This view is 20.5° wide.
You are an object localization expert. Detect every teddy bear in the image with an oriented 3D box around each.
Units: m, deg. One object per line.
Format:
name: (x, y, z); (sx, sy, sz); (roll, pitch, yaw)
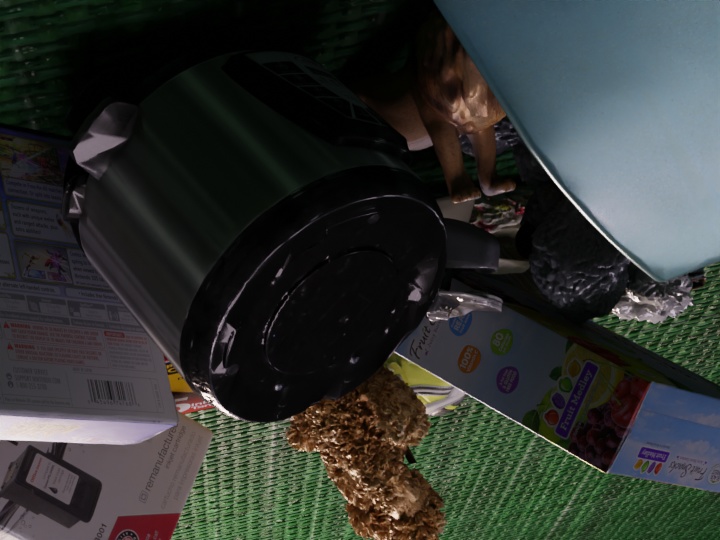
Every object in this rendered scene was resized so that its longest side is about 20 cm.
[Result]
teddy bear: (-0.005, 0.109, 1.361); (0.067, 0.145, 0.200); (-28, 127, -23)

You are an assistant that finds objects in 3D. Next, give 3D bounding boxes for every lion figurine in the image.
lion figurine: (0.032, -0.095, 1.183); (0.072, 0.123, 0.200); (-14, 179, -45)

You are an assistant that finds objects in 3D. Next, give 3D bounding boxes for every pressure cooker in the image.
pressure cooker: (-0.071, -0.036, 1.125); (0.178, 0.200, 0.176); (-27, 142, -23)

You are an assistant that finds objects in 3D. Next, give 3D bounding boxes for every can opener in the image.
can opener: (0.000, 0.000, 1.230); (0.199, 0.067, 0.053); (4, 173, 34)

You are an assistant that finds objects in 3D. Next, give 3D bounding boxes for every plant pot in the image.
plant pot: (0.149, -0.108, 0.996); (0.141, 0.200, 0.141); (-23, -156, 21)

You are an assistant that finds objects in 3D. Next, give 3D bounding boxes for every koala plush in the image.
koala plush: (0.165, -0.050, 1.295); (0.183, 0.178, 0.200); (-27, 158, -6)

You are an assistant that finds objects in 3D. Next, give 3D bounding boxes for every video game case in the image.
video game case: (-0.206, 0.006, 1.145); (0.045, 0.182, 0.200); (-27, 158, 35)

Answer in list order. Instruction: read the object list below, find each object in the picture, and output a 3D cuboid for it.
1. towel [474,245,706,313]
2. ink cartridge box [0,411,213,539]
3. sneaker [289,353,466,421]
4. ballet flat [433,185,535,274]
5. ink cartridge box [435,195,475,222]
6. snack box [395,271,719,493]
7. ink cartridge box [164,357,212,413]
towel: (0.137, 0.003, 1.494); (0.199, 0.147, 0.022); (-15, 117, -17)
ink cartridge box: (-0.227, 0.137, 1.422); (0.200, 0.146, 0.083); (32, 151, -20)
sneaker: (0.018, 0.074, 1.421); (0.076, 0.076, 0.200); (11, 142, -30)
ballet flat: (0.126, -0.031, 1.473); (0.199, 0.064, 0.076); (-9, 160, -17)
ink cartridge box: (-0.032, -0.041, 1.318); (0.199, 0.068, 0.115); (-11, 161, -9)
snack box: (0.132, 0.066, 1.263); (0.168, 0.200, 0.068); (17, 101, -52)
ink cartridge box: (-0.071, 0.028, 1.460); (0.199, 0.084, 0.176); (-12, 160, -9)
